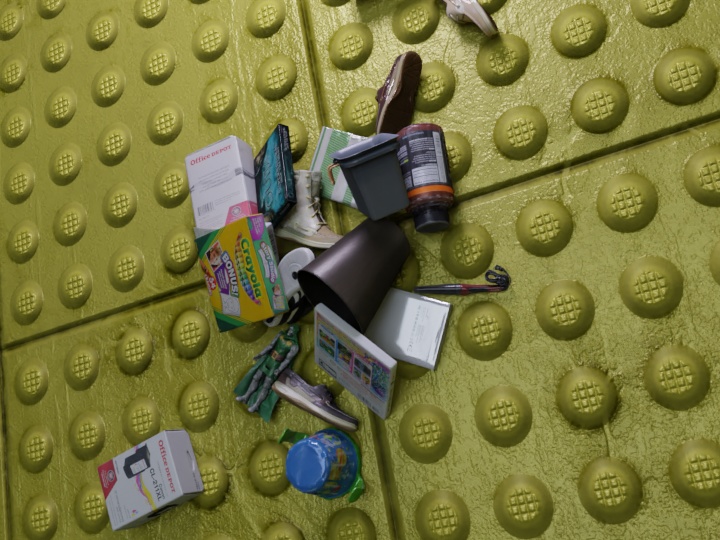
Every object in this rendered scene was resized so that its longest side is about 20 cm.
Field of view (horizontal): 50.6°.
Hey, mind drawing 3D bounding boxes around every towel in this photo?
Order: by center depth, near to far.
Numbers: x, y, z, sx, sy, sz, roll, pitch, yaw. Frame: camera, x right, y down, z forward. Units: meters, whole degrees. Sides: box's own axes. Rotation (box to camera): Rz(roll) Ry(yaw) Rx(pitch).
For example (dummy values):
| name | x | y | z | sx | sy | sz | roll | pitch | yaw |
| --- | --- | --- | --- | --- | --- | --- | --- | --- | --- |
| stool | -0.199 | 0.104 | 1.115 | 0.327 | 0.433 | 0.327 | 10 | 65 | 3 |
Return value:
| name | x | y | z | sx | sy | sz | roll | pitch | yaw |
| --- | --- | --- | --- | --- | --- | --- | --- | --- | --- |
| towel | -0.018 | -0.217 | 1.638 | 0.196 | 0.023 | 0.156 | 18 | 88 | 23 |

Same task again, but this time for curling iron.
| name | x | y | z | sx | sy | sz | roll | pitch | yaw |
| --- | --- | --- | --- | --- | --- | --- | --- | --- | --- |
| curling iron | 0.199 | 0.026 | 1.497 | 0.195 | 0.025 | 0.051 | -10 | 83 | 20 |

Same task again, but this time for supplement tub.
| name | x | y | z | sx | sy | sz | roll | pitch | yaw |
| --- | --- | --- | --- | --- | --- | --- | --- | --- | --- |
| supplement tub | 0.130 | -0.182 | 1.524 | 0.104 | 0.107 | 0.206 | -12 | 76 | 20 |

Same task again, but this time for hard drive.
| name | x | y | z | sx | sy | sz | roll | pitch | yaw |
| --- | --- | --- | --- | --- | --- | --- | --- | --- | --- |
| hard drive | 0.076 | 0.108 | 1.533 | 0.196 | 0.026 | 0.135 | 14 | 85 | 24 |

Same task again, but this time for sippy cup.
| name | x | y | z | sx | sy | sz | roll | pitch | yaw |
| --- | --- | --- | --- | --- | --- | --- | --- | --- | --- |
| sippy cup | -0.080 | 0.379 | 1.489 | 0.173 | 0.130 | 0.144 | -6 | 78 | 20 |

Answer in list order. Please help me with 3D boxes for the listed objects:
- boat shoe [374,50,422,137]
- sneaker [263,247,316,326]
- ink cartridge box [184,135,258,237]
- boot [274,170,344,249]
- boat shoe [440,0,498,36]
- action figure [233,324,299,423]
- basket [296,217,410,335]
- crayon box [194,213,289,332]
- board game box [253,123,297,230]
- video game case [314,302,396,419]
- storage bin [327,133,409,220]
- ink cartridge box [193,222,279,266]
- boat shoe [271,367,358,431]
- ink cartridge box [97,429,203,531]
| name | x | y | z | sx | sy | sz | roll | pitch | yaw |
| --- | --- | --- | --- | --- | --- | --- | --- | --- | --- |
| boat shoe | 0.069 | -0.364 | 1.613 | 0.071 | 0.071 | 0.205 | 14 | 88 | 54 |
| sneaker | -0.123 | 0.028 | 1.576 | 0.073 | 0.110 | 0.202 | 51 | 124 | 25 |
| ink cartridge box | -0.303 | -0.177 | 1.714 | 0.143 | 0.083 | 0.205 | -18 | 74 | 19 |
| boot | -0.097 | -0.131 | 1.615 | 0.196 | 0.072 | 0.159 | 15 | 96 | 29 |
| boat shoe | 0.210 | -0.545 | 1.583 | 0.065 | 0.072 | 0.202 | -44 | 65 | 18 |
| action figure | -0.187 | 0.202 | 1.613 | 0.117 | 0.055 | 0.203 | 31 | 88 | 27 |
| basket | 0.000 | 0.000 | 1.495 | 0.181 | 0.135 | 0.200 | 50 | 64 | -14 |
| crayon box | -0.245 | 0.008 | 1.557 | 0.170 | 0.058 | 0.205 | -18 | 88 | 40 |
| board game box | -0.186 | -0.194 | 1.639 | 0.135 | 0.028 | 0.204 | -43 | 46 | 44 |
| video game case | -0.014 | 0.179 | 1.488 | 0.198 | 0.184 | 0.024 | 36 | 56 | 25 |
| storage bin | 0.017 | -0.178 | 1.495 | 0.142 | 0.200 | 0.137 | -22 | 103 | -6 |
| ink cartridge box | -0.262 | -0.022 | 1.652 | 0.196 | 0.047 | 0.164 | 5 | 116 | 34 |
| boat shoe | -0.086 | 0.260 | 1.546 | 0.196 | 0.072 | 0.066 | 24 | 73 | 18 |
| ink cartridge box | -0.457 | 0.454 | 1.657 | 0.197 | 0.083 | 0.148 | -29 | 70 | 15 |
